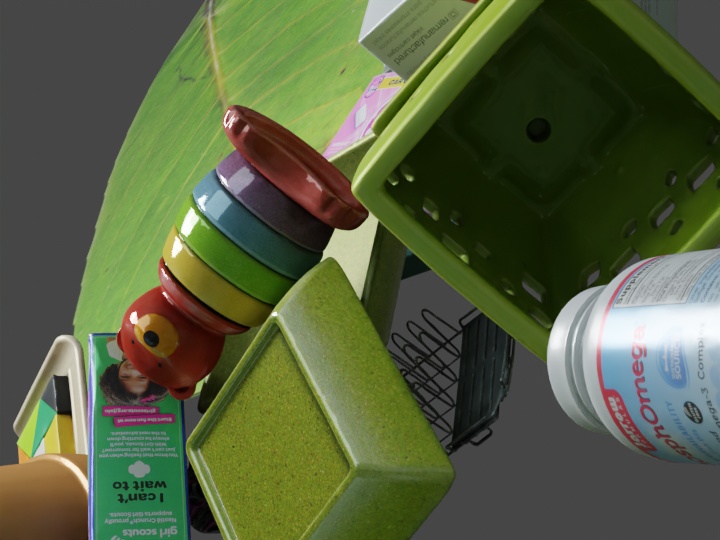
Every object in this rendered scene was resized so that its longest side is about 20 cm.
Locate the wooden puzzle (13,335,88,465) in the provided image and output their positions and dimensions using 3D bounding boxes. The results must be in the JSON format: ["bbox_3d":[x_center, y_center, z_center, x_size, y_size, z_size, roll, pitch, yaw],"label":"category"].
[{"bbox_3d":[-0.295,0.192,1.487,0.185,0.037,0.201,-55,43,44],"label":"wooden puzzle"}]

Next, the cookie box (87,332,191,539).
[{"bbox_3d":[-0.167,0.176,1.172,0.172,0.075,0.201,99,165,-49],"label":"cookie box"}]

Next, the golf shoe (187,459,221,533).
[{"bbox_3d":[-0.076,0.129,1.284,0.201,0.072,0.092,-59,-12,-5],"label":"golf shoe"}]

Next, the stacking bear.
[{"bbox_3d":[-0.097,-0.002,1.112,0.200,0.121,0.114,-51,-5,10],"label":"stacking bear"}]

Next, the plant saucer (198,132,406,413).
[{"bbox_3d":[-0.029,0.007,1.179,0.199,0.048,0.201,-26,42,46],"label":"plant saucer"}]

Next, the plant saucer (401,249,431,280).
[{"bbox_3d":[0.000,0.000,1.300,0.199,0.019,0.070,-21,19,34],"label":"plant saucer"}]

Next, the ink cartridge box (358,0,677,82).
[{"bbox_3d":[0.125,-0.191,1.175,0.145,0.200,0.145,-37,27,36],"label":"ink cartridge box"}]

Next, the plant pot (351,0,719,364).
[{"bbox_3d":[0.124,-0.085,1.014,0.200,0.199,0.182,-47,14,13],"label":"plant pot"}]

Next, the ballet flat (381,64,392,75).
[{"bbox_3d":[0.047,-0.179,1.549,0.063,0.068,0.201,4,55,34],"label":"ballet flat"}]

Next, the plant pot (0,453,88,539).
[{"bbox_3d":[-0.299,0.249,1.322,0.199,0.139,0.202,-14,69,41],"label":"plant pot"}]

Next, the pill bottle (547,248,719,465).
[{"bbox_3d":[0.182,0.043,0.780,0.109,0.109,0.200,-59,20,-19],"label":"pill bottle"}]

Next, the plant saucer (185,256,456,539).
[{"bbox_3d":[-0.046,0.125,1.038,0.200,0.048,0.201,-55,46,30],"label":"plant saucer"}]

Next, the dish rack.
[{"bbox_3d":[0.029,0.097,1.107,0.200,0.054,0.154,-40,24,30],"label":"dish rack"}]

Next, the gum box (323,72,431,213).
[{"bbox_3d":[0.046,-0.115,1.391,0.114,0.066,0.200,-58,25,-14],"label":"gum box"}]
